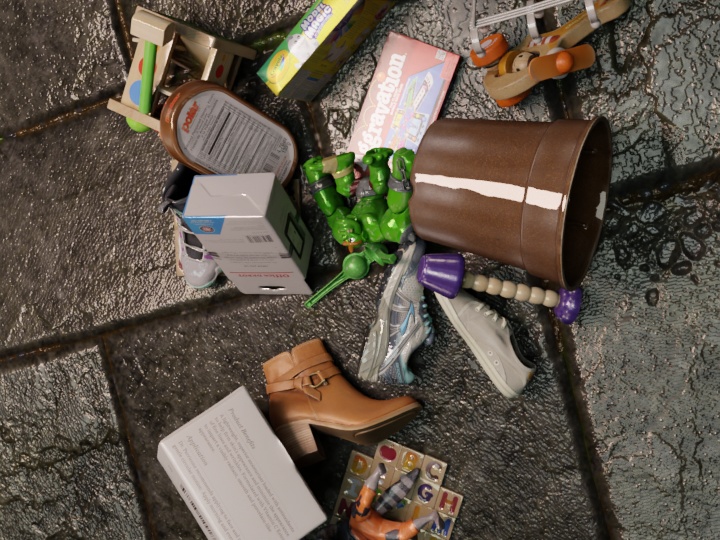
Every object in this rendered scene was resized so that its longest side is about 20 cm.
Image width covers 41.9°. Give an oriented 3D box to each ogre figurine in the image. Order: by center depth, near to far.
[{"bbox_3d":[0.007,-0.091,1.188,0.199,0.098,0.121,-7,107,30],"label":"ogre figurine"}]

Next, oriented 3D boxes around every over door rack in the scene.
[{"bbox_3d":[0.202,-0.342,1.107,0.147,0.067,0.201,-11,56,20],"label":"over door rack"}]

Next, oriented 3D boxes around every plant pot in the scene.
[{"bbox_3d":[0.174,-0.092,1.108,0.197,0.200,0.202,11,99,25],"label":"plant pot"}]

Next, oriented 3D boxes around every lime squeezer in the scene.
[{"bbox_3d":[0.000,0.000,1.241,0.038,0.071,0.200,35,144,-22],"label":"lime squeezer"}]

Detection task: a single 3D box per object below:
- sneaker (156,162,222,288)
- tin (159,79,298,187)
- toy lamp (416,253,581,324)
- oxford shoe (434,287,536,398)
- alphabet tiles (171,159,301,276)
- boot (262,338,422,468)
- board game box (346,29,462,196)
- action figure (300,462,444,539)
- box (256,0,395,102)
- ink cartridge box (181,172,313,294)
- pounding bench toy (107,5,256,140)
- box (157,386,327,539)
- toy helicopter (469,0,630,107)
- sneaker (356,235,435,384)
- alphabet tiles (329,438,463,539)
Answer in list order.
[{"bbox_3d":[-0.232,-0.070,1.264,0.077,0.140,0.202,9,98,18],"label":"sneaker"},{"bbox_3d":[-0.165,-0.166,1.213,0.042,0.199,0.113,21,85,51],"label":"tin"},{"bbox_3d":[0.167,0.019,1.145,0.198,0.058,0.059,14,101,-10],"label":"toy lamp"},{"bbox_3d":[0.153,0.067,1.186,0.058,0.075,0.201,-37,87,16],"label":"oxford shoe"},{"bbox_3d":[-0.175,-0.076,1.323,0.198,0.008,0.169,0,95,19],"label":"alphabet tiles"},{"bbox_3d":[-0.030,0.160,1.263,0.198,0.074,0.156,-17,61,-6],"label":"boot"},{"bbox_3d":[0.050,-0.199,1.224,0.102,0.019,0.201,24,103,17],"label":"board game box"},{"bbox_3d":[0.028,0.363,1.261,0.200,0.105,0.193,38,115,-16],"label":"action figure"},{"bbox_3d":[-0.034,-0.305,1.192,0.200,0.117,0.048,-44,81,17],"label":"box"},{"bbox_3d":[-0.137,-0.044,1.238,0.115,0.200,0.068,1,60,18],"label":"ink cartridge box"},{"bbox_3d":[-0.254,-0.247,1.231,0.124,0.200,0.157,25,102,15],"label":"pounding bench toy"},{"bbox_3d":[-0.161,0.282,1.235,0.130,0.200,0.200,-31,82,-19],"label":"box"},{"bbox_3d":[0.234,-0.267,1.104,0.199,0.132,0.079,-35,114,2],"label":"toy helicopter"},{"bbox_3d":[0.060,0.055,1.228,0.086,0.078,0.202,16,100,-4],"label":"sneaker"},{"bbox_3d":[0.045,0.336,1.285,0.165,0.006,0.202,20,101,17],"label":"alphabet tiles"}]
